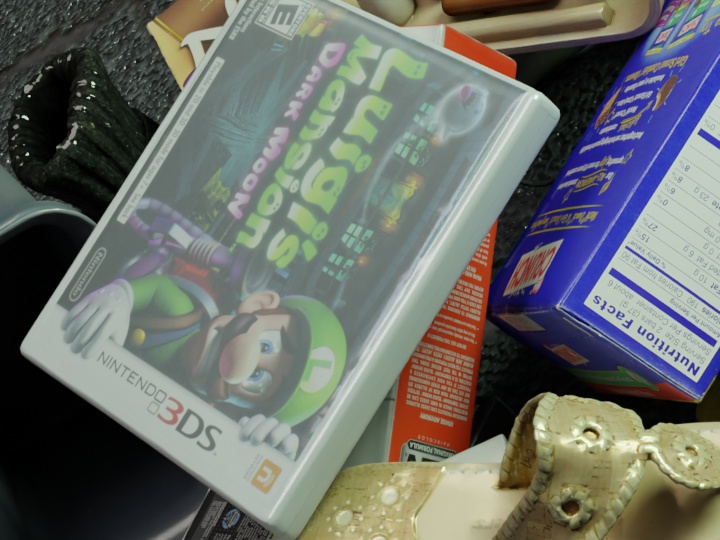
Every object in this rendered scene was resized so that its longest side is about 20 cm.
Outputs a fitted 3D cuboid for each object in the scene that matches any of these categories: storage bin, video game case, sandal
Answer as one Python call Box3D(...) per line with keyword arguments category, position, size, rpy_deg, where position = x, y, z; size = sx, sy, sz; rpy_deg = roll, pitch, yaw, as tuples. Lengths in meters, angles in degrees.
Box3D(category="storage bin", position=(-0.156, 0.038, 1.249), size=(0.145, 0.201, 0.134), rpy_deg=(-33, 32, -6))
Box3D(category="video game case", position=(-0.035, -0.014, 1.049), size=(0.181, 0.023, 0.201), rpy_deg=(29, 85, 43))
Box3D(category="sandal", position=(0.066, 0.080, 0.947), size=(0.211, 0.070, 0.078), rpy_deg=(-8, 52, 21))

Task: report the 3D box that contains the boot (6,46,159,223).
Box3D(category="boot", position=(-0.089, -0.025, 1.288), size=(0.080, 0.158, 0.211), rpy_deg=(-50, 33, -6))

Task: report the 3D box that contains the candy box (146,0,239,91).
Box3D(category="candy box", position=(-0.007, -0.147, 1.297), size=(0.200, 0.057, 0.117), rpy_deg=(-37, 33, 5))

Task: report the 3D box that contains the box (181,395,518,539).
Box3D(category="box", position=(-0.023, 0.146, 1.138), size=(0.160, 0.044, 0.201), rpy_deg=(0, 55, 47))

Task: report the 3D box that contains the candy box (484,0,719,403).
Box3D(category="candy box", position=(0.141, -0.048, 1.053), size=(0.201, 0.077, 0.169), rpy_deg=(-56, 7, -5))

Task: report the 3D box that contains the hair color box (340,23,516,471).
Box3D(category="hair color box", position=(0.000, 0.000, 1.098), size=(0.101, 0.061, 0.201), rpy_deg=(2, 79, 37))

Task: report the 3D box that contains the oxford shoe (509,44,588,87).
Box3D(category="oxford shoe", position=(0.044, -0.079, 1.287), size=(0.199, 0.075, 0.058), rpy_deg=(-30, 59, 12))

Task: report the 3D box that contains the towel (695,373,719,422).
Box3D(category="towel", position=(0.217, 0.056, 0.986), size=(0.143, 0.023, 0.200), rpy_deg=(-41, 33, 7))

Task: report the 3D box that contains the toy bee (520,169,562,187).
Box3D(category="toy bee", position=(0.019, -0.037, 1.187), size=(0.200, 0.109, 0.131), rpy_deg=(-41, 37, -15))

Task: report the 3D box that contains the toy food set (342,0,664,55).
Box3D(category="toy food set", position=(0.065, -0.173, 1.167), size=(0.199, 0.060, 0.144), rpy_deg=(-4, 56, 35))

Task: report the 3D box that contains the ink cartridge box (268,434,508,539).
Box3D(category="ink cartridge box", position=(0.029, 0.146, 1.008), size=(0.199, 0.068, 0.117), rpy_deg=(-25, 49, 6))
